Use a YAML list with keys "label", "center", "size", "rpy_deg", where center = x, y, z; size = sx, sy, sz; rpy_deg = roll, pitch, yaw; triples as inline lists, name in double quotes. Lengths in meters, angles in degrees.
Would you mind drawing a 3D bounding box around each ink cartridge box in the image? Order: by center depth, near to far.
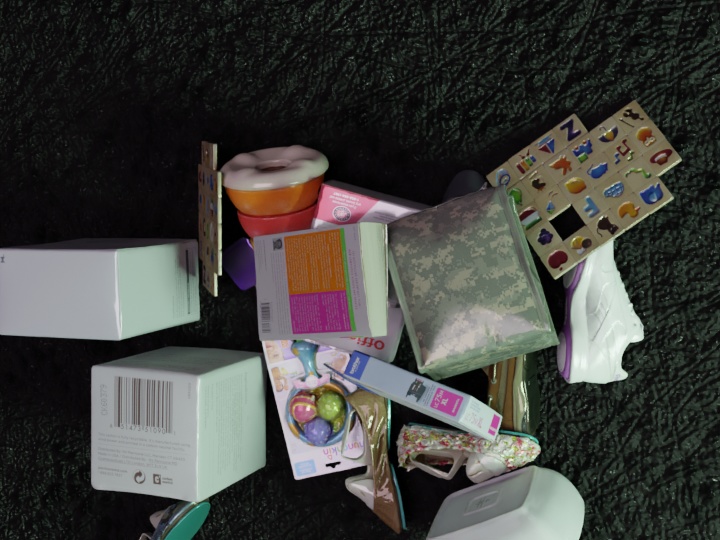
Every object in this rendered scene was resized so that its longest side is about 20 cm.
- label: "ink cartridge box"
  center: [0.063, 0.147, 1.346]
  size: [0.199, 0.119, 0.042]
  rpy_deg: [17, 79, 30]
- label: "ink cartridge box"
  center: [0.000, 0.000, 1.416]
  size: [0.144, 0.084, 0.201]
  rpy_deg: [15, 100, 4]

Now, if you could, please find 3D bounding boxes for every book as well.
- label: "book"
  center: [-0.053, 0.017, 1.331]
  size: [0.200, 0.048, 0.134]
  rpy_deg: [-4, 87, 45]

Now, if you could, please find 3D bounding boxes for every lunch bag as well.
- label: "lunch bag"
  center: [0.125, 0.010, 1.301]
  size: [0.163, 0.118, 0.201]
  rpy_deg: [-19, 74, 11]

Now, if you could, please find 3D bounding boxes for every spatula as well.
- label: "spatula"
  center: [-0.127, 0.051, 1.522]
  size: [0.056, 0.021, 0.200]
  rpy_deg: [-33, 83, 19]

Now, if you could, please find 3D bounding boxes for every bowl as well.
- label: "bowl"
  center: [0.162, 0.308, 1.326]
  size: [0.199, 0.200, 0.075]
  rpy_deg: [-24, 95, 21]

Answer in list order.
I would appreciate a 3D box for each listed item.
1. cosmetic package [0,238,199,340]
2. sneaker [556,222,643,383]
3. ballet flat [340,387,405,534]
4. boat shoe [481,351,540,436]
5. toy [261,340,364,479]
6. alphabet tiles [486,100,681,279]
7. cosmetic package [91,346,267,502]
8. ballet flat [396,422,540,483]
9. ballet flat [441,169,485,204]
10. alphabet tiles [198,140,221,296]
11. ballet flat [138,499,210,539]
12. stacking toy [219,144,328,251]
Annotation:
- label: "cosmetic package"
  center: [-0.357, 0.022, 1.516]
  size: [0.199, 0.200, 0.124]
  rpy_deg: [1, 94, 23]
- label: "sneaker"
  center: [0.295, 0.039, 1.337]
  size: [0.099, 0.075, 0.201]
  rpy_deg: [6, 93, -4]
- label: "ballet flat"
  center: [0.012, 0.249, 1.450]
  size: [0.072, 0.068, 0.201]
  rpy_deg: [-8, 93, -10]
- label: "boat shoe"
  center: [0.181, 0.112, 1.375]
  size: [0.074, 0.076, 0.201]
  rpy_deg: [1, 94, 25]
- label: "toy"
  center: [-0.061, 0.176, 1.480]
  size: [0.115, 0.047, 0.201]
  rpy_deg: [-13, 88, 10]
- label: "alphabet tiles"
  center: [0.272, -0.110, 1.321]
  size: [0.200, 0.008, 0.167]
  rpy_deg: [-35, 61, 10]
- label: "cosmetic package"
  center: [-0.239, 0.199, 1.483]
  size: [0.164, 0.200, 0.166]
  rpy_deg: [3, 95, 22]
- label: "ballet flat"
  center: [0.132, 0.236, 1.394]
  size: [0.199, 0.076, 0.064]
  rpy_deg: [-1, 56, 37]
- label: "ballet flat"
  center: [0.118, -0.027, 1.392]
  size: [0.073, 0.073, 0.201]
  rpy_deg: [14, 99, 20]
- label: "alphabet tiles"
  center: [-0.202, -0.072, 1.480]
  size: [0.006, 0.166, 0.201]
  rpy_deg: [-2, 99, -16]
- label: "ballet flat"
  center: [-0.288, 0.389, 1.593]
  size: [0.074, 0.074, 0.200]
  rpy_deg: [36, 103, 16]
- label: "stacking toy"
  center: [-0.104, -0.056, 1.469]
  size: [0.146, 0.146, 0.201]
  rpy_deg: [3, 114, 22]
